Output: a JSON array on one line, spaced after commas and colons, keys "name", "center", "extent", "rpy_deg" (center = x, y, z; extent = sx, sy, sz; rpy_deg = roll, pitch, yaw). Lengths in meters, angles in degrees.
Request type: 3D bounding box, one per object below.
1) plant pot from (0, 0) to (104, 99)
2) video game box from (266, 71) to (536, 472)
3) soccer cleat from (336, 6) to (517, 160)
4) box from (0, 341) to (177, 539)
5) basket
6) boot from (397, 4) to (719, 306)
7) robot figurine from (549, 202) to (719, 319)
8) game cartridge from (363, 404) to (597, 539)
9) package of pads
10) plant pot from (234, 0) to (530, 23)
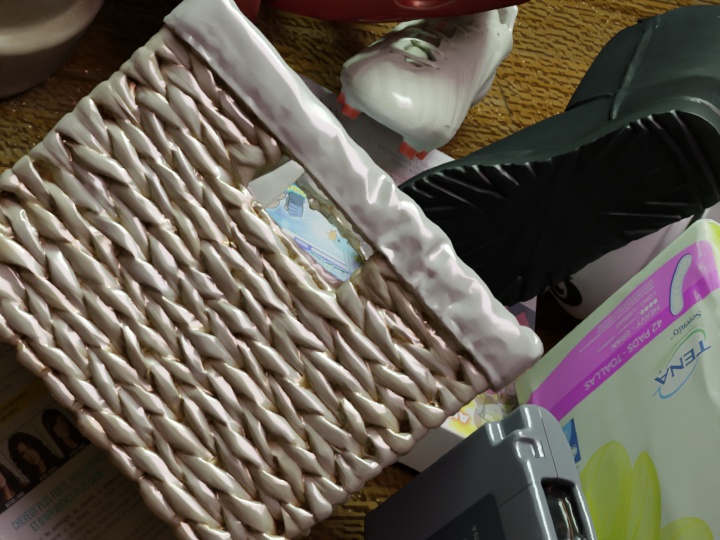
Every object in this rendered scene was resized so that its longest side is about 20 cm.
[{"name": "plant pot", "center": [-0.183, -0.208, 1.064], "extent": [0.200, 0.175, 0.201], "rpy_deg": [21, 49, -25]}, {"name": "video game box", "center": [0.000, 0.000, 1.145], "extent": [0.200, 0.047, 0.183], "rpy_deg": [28, 42, -19]}, {"name": "soccer cleat", "center": [0.039, -0.112, 1.191], "extent": [0.069, 0.078, 0.200], "rpy_deg": [35, 17, 4]}, {"name": "box", "center": [-0.154, 0.085, 0.951], "extent": [0.200, 0.049, 0.082], "rpy_deg": [49, 41, 3]}, {"name": "basket", "center": [-0.052, 0.012, 0.943], "extent": [0.198, 0.161, 0.200], "rpy_deg": [48, -3, 0]}, {"name": "boot", "center": [0.111, -0.059, 1.136], "extent": [0.077, 0.200, 0.168], "rpy_deg": [62, 24, -14]}, {"name": "robot figurine", "center": [0.193, 0.008, 1.233], "extent": [0.200, 0.150, 0.125], "rpy_deg": [33, 55, -8]}, {"name": "game cartridge", "center": [0.061, 0.177, 0.991], "extent": [0.041, 0.133, 0.201], "rpy_deg": [9, 53, -34]}, {"name": "package of pads", "center": [0.150, 0.093, 1.020], "extent": [0.068, 0.154, 0.200], "rpy_deg": [21, 43, -29]}, {"name": "plant pot", "center": [-0.012, -0.216, 1.129], "extent": [0.182, 0.201, 0.201], "rpy_deg": [-14, 64, -11]}]
